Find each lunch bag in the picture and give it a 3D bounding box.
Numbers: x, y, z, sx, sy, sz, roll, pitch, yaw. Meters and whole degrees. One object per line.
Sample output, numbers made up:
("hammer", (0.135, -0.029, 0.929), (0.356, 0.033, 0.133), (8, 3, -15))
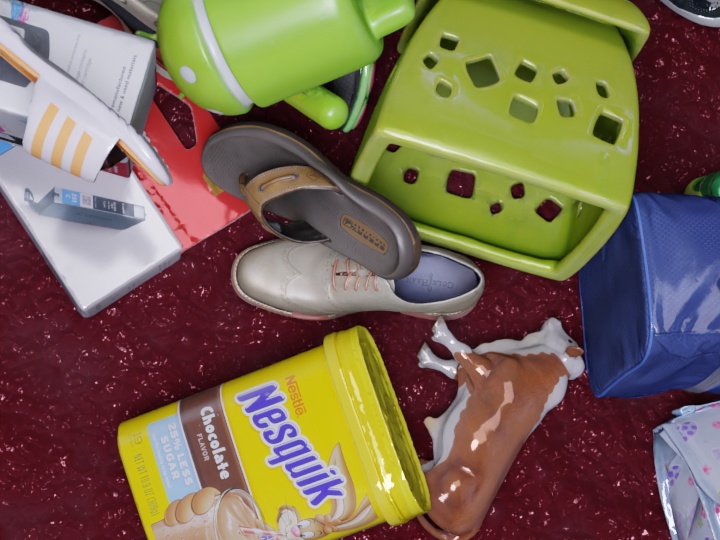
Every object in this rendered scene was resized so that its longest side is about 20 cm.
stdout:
("lunch bag", (0.256, 0.018, 1.560), (0.132, 0.200, 0.136), (-1, 75, -10))
("lunch bag", (0.330, 0.188, 1.578), (0.169, 0.127, 0.200), (-12, 79, -14))

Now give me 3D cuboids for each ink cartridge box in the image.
("ink cartridge box", (-0.256, -0.143, 1.502), (0.200, 0.146, 0.083), (16, 83, -3))
("ink cartridge box", (-0.196, -0.093, 1.598), (0.176, 0.045, 0.200), (-33, 86, -11))

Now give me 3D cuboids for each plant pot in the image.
("plant pot", (0.109, -0.124, 1.571), (0.199, 0.200, 0.182), (17, 71, -4))

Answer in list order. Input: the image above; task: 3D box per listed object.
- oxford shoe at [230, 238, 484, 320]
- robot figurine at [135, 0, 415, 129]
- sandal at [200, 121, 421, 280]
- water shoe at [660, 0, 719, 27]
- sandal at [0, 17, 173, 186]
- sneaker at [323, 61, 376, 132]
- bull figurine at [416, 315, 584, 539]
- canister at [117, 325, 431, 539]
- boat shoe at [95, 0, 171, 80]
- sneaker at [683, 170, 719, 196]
("oxford shoe", (0.000, 0.000, 1.592), (0.200, 0.074, 0.071), (0, 81, -7))
("robot figurine", (-0.062, -0.187, 1.514), (0.200, 0.176, 0.116), (-20, 46, 12))
("sandal", (-0.046, -0.047, 1.549), (0.200, 0.082, 0.055), (34, 48, 19))
("water shoe", (0.251, -0.283, 1.673), (0.071, 0.079, 0.200), (-41, 88, -12))
("sandal", (-0.217, -0.110, 1.396), (0.207, 0.079, 0.059), (39, 86, 7))
("sneaker", (-0.035, -0.206, 1.607), (0.084, 0.077, 0.200), (-10, 106, 4))
("bull figurine", (0.089, 0.109, 1.590), (0.121, 0.065, 0.200), (29, 77, 2))
("canister", (-0.066, 0.145, 1.525), (0.200, 0.087, 0.149), (-21, 80, 9))
("boat shoe", (-0.187, -0.236, 1.607), (0.200, 0.063, 0.071), (47, 58, 1))
("sneaker", (0.363, -0.055, 1.645), (0.200, 0.084, 0.074), (-6, 81, -9))
